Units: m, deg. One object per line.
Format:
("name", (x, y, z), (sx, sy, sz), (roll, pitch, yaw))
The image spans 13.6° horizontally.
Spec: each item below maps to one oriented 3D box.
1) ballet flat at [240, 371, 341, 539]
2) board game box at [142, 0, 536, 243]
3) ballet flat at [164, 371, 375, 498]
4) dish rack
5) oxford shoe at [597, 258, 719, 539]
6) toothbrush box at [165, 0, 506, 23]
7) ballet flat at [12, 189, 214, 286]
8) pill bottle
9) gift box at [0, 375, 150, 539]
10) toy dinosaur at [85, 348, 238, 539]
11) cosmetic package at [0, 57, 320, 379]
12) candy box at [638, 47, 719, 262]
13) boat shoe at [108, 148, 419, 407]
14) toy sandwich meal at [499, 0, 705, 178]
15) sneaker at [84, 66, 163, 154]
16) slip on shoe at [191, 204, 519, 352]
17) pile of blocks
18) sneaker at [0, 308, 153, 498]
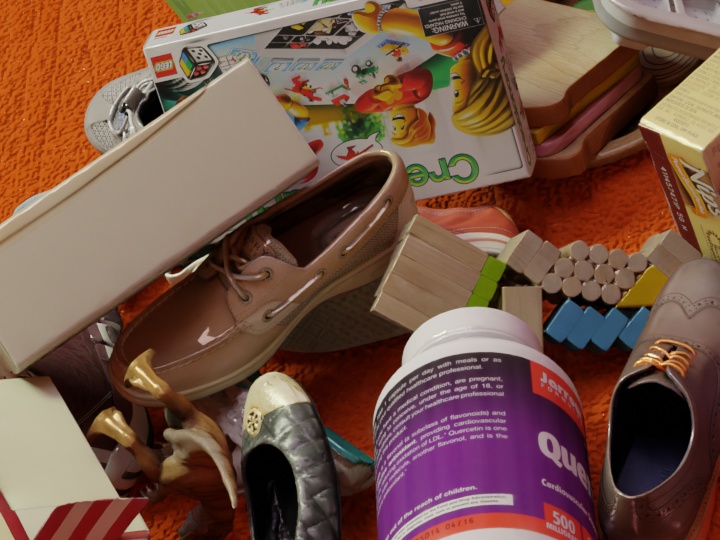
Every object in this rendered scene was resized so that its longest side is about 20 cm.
("ballet flat", (-0.043, 0.144, 1.554), (0.056, 0.066, 0.201), (7, 62, -24))
("board game box", (-0.011, -0.096, 1.723), (0.199, 0.127, 0.035), (-12, 23, 14))
("ballet flat", (-0.061, 0.090, 1.684), (0.072, 0.072, 0.200), (-36, 39, -14))
("dish rack", (0.203, -0.181, 1.806), (0.171, 0.044, 0.201), (12, 39, -14))
("oxford shoe", (0.166, 0.063, 1.567), (0.071, 0.073, 0.201), (3, 50, 15))
("toothbrush box", (-0.027, -0.171, 1.819), (0.086, 0.146, 0.200), (-47, 16, -20))
("ballet flat", (-0.126, -0.020, 1.826), (0.199, 0.074, 0.075), (-9, 42, 21))
("pill bottle", (0.063, 0.113, 1.543), (0.112, 0.113, 0.201), (-15, 41, 11))
("gift box", (-0.196, 0.164, 1.539), (0.199, 0.186, 0.187), (-8, 32, -20))
("toy dinosaur", (-0.087, 0.092, 1.576), (0.106, 0.200, 0.061), (37, 76, 10))
("cosmetic package", (-0.128, -0.025, 1.642), (0.200, 0.073, 0.104), (-36, 2, -14))
("candy box", (0.252, -0.093, 1.674), (0.200, 0.116, 0.055), (-42, 43, -20))
("boat shoe", (-0.056, 0.001, 1.657), (0.199, 0.065, 0.072), (-31, 53, -14))
("toy sandwich meal", (0.125, -0.135, 1.820), (0.204, 0.070, 0.206), (-14, 40, 12))
("sneaker", (-0.118, -0.102, 1.864), (0.199, 0.082, 0.075), (0, 77, 52))
("slip on shoe", (0.000, 0.000, 1.737), (0.199, 0.074, 0.061), (-8, 36, 11))
("pile of blocks", (0.101, 0.017, 1.664), (0.199, 0.062, 0.083), (3, 84, -8))
("sneaker", (-0.196, 0.048, 1.736), (0.076, 0.115, 0.200), (-62, 33, 22))
